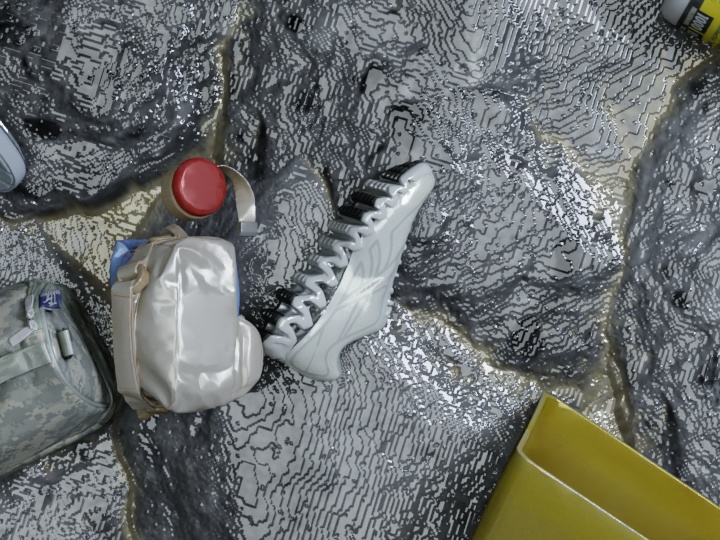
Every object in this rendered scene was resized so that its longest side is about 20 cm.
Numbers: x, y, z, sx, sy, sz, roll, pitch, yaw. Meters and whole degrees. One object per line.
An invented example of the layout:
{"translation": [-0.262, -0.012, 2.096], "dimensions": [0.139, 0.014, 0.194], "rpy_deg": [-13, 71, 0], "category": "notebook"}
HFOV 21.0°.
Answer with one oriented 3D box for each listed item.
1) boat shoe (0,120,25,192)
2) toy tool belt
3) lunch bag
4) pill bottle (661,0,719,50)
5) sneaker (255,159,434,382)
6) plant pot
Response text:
{"translation": [-0.345, -0.148, 1.590], "dimensions": [0.200, 0.062, 0.072], "rpy_deg": [44, 138, -9], "category": "boat shoe"}
{"translation": [-0.154, 0.017, 1.545], "dimensions": [0.125, 0.123, 0.200], "rpy_deg": [1, 84, -34], "category": "toy tool belt"}
{"translation": [-0.298, 0.095, 1.534], "dimensions": [0.200, 0.168, 0.140], "rpy_deg": [-26, 88, 4], "category": "lunch bag"}
{"translation": [0.343, -0.198, 1.501], "dimensions": [0.200, 0.112, 0.113], "rpy_deg": [30, 93, 5], "category": "pill bottle"}
{"translation": [0.000, 0.000, 1.562], "dimensions": [0.081, 0.075, 0.200], "rpy_deg": [37, 91, -16], "category": "sneaker"}
{"translation": [0.165, 0.238, 1.487], "dimensions": [0.200, 0.200, 0.177], "rpy_deg": [34, 104, 4], "category": "plant pot"}
